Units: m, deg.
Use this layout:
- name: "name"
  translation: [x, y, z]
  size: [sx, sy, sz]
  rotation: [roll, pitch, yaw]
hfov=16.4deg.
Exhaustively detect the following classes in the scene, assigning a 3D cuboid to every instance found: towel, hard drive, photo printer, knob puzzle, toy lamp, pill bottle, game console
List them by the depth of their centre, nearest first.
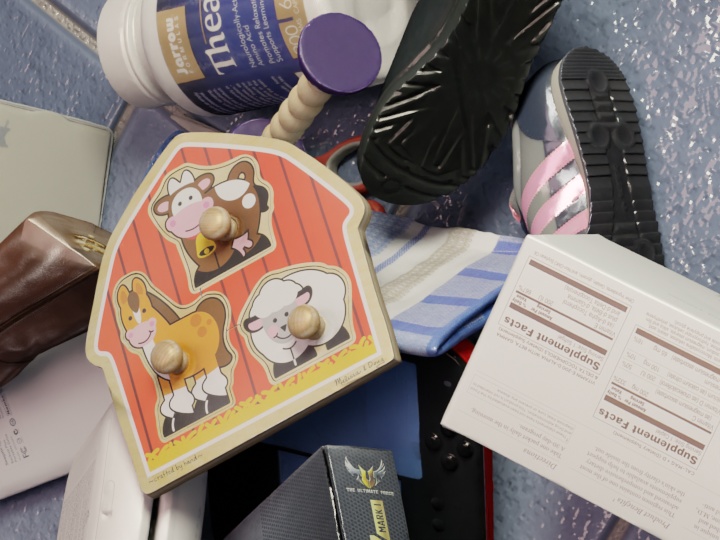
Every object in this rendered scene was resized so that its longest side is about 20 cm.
- name: "knob puzzle"
  translation: [-0.083, 0.003, 1.443]
  size: [0.219, 0.030, 0.220]
  rotation: [-10, 69, 28]
- name: "towel"
  translation: [0.000, 0.000, 1.482]
  size: [0.200, 0.147, 0.024]
  rotation: [13, 119, 33]
- name: "game console"
  translation: [-0.010, 0.108, 1.487]
  size: [0.200, 0.031, 0.177]
  rotation: [11, 112, 31]
- name: "toy lamp"
  translation: [-0.041, -0.089, 1.525]
  size: [0.200, 0.058, 0.058]
  rotation: [135, 130, -62]
- name: "photo printer"
  translation: [-0.144, 0.169, 1.538]
  size: [0.200, 0.069, 0.167]
  rotation: [131, 147, -67]
- name: "pill bottle"
  translation: [-0.069, -0.158, 1.590]
  size: [0.200, 0.111, 0.111]
  rotation: [-8, 76, 37]
- name: "hard drive"
  translation: [-0.207, 0.071, 1.686]
  size: [0.200, 0.025, 0.132]
  rotation: [-22, 89, 34]

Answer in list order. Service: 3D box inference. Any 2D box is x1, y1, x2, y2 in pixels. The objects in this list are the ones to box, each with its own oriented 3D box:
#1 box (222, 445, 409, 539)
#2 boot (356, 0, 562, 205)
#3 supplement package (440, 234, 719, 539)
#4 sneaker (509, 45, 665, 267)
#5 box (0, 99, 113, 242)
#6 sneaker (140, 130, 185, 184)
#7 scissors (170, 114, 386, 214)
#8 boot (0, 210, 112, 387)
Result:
- name: "box"
  translation: [-0.035, 0.214, 1.449]
  size: [0.200, 0.051, 0.158]
  rotation: [-45, 47, 47]
- name: "boot"
  translation: [0.052, -0.157, 1.495]
  size: [0.200, 0.076, 0.168]
  rotation: [-61, 24, 25]
- name: "supplement package"
  translation: [0.169, 0.072, 1.291]
  size: [0.200, 0.156, 0.111]
  rotation: [28, 99, 17]
- name: "sneaker"
  translation: [0.125, -0.023, 1.450]
  size: [0.082, 0.070, 0.201]
  rotation: [-25, 63, 51]
- name: "box"
  translation: [-0.290, -0.059, 1.737]
  size: [0.200, 0.128, 0.109]
  rotation: [4, 85, 39]
- name: "sneaker"
  translation: [-0.094, -0.008, 1.615]
  size: [0.070, 0.078, 0.200]
  rotation: [-47, 35, 29]
- name: "scissors"
  translation: [-0.059, -0.060, 1.625]
  size: [0.200, 0.014, 0.073]
  rotation: [10, 90, 38]
- name: "boot"
  translation: [-0.254, 0.001, 1.590]
  size: [0.200, 0.186, 0.064]
  rotation: [-29, 43, 43]
